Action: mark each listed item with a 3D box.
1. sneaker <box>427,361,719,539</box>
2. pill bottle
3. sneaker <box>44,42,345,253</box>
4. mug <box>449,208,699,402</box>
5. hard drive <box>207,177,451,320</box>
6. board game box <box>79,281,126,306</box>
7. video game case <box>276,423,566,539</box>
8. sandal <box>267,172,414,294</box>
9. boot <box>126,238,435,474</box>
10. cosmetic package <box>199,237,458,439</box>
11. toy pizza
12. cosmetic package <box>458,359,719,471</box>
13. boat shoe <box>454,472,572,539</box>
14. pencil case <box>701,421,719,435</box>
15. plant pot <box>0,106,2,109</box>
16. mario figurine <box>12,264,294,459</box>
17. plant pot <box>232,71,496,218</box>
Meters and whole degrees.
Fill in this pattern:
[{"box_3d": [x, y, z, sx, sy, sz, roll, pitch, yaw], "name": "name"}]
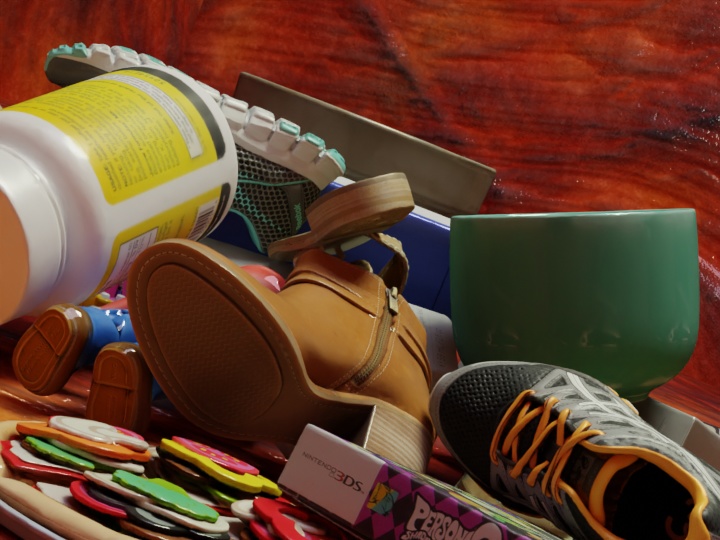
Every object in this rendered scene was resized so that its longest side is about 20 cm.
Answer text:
[{"box_3d": [0.110, 0.093, 0.833, 0.200, 0.078, 0.077, 25, -1, 35], "name": "sneaker"}, {"box_3d": [-0.163, -0.042, 0.965, 0.114, 0.115, 0.200, 22, 25, 19], "name": "pill bottle"}, {"box_3d": [-0.113, -0.075, 1.092, 0.199, 0.091, 0.078, 25, 5, -6], "name": "sneaker"}, {"box_3d": [0.138, 0.021, 1.074, 0.152, 0.115, 0.185, -1, 2, 28], "name": "mug"}, {"box_3d": [-0.029, -0.001, 1.170, 0.199, 0.132, 0.025, 21, 25, 0], "name": "hard drive"}, {"box_3d": [-0.107, 0.048, 1.229, 0.199, 0.026, 0.200, 21, 4, -1], "name": "board game box"}, {"box_3d": [0.083, 0.136, 0.760, 0.181, 0.036, 0.200, 24, -4, 32], "name": "video game case"}, {"box_3d": [-0.006, 0.001, 1.025, 0.077, 0.070, 0.212, -15, -7, -12], "name": "sandal"}, {"box_3d": [-0.035, 0.028, 0.897, 0.200, 0.074, 0.155, 49, 26, -23], "name": "boot"}, {"box_3d": [-0.044, 0.045, 1.085, 0.199, 0.074, 0.102, 19, 19, -9], "name": "cosmetic package"}, {"box_3d": [-0.072, 0.098, 0.725, 0.200, 0.032, 0.200, 21, 4, -2], "name": "toy pizza"}, {"box_3d": [0.154, 0.115, 1.156, 0.200, 0.090, 0.107, 21, -10, 48], "name": "cosmetic package"}, {"box_3d": [0.094, 0.115, 1.010, 0.071, 0.076, 0.200, 21, 4, -1], "name": "boat shoe"}, {"box_3d": [0.210, 0.132, 1.356, 0.199, 0.078, 0.090, 20, 19, -13], "name": "pencil case"}, {"box_3d": [-0.299, -0.082, 0.979, 0.200, 0.201, 0.183, 23, -6, 29], "name": "plant pot"}, {"box_3d": [-0.096, 0.063, 0.936, 0.200, 0.106, 0.124, -4, 67, -59], "name": "mario figurine"}, {"box_3d": [-0.024, -0.030, 1.263, 0.199, 0.174, 0.200, 22, 3, -1], "name": "plant pot"}]
